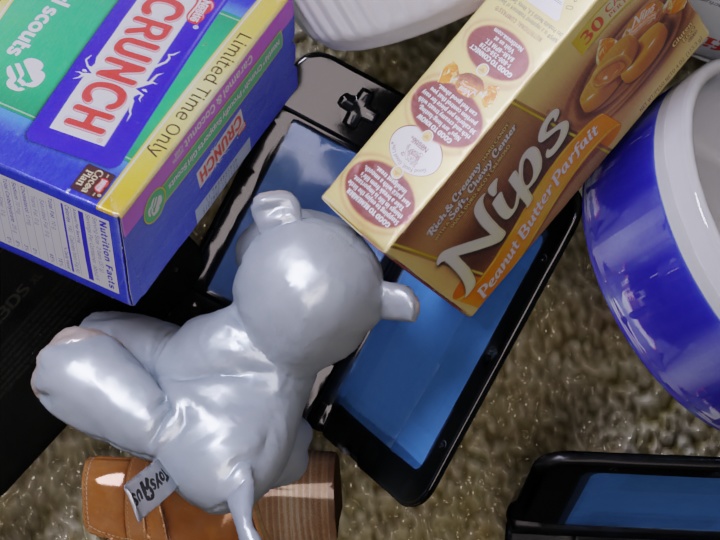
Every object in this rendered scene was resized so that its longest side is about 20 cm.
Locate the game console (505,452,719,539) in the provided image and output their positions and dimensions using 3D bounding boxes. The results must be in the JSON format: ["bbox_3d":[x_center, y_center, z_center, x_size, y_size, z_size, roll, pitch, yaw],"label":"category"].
[{"bbox_3d":[0.188,0.183,1.010,0.199,0.116,0.177,3,97,-2],"label":"game console"}]

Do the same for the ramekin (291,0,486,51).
[{"bbox_3d":[0.032,-0.195,0.927,0.202,0.202,0.094,-26,111,1],"label":"ramekin"}]

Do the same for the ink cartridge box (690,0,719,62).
[{"bbox_3d":[0.201,-0.194,0.922,0.146,0.200,0.083,19,71,-5],"label":"ink cartridge box"}]

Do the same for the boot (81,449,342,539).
[{"bbox_3d":[-0.087,0.197,1.032,0.155,0.077,0.201,-1,110,6],"label":"boot"}]

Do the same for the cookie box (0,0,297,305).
[{"bbox_3d":[-0.159,-0.099,0.903,0.199,0.075,0.171,23,57,16],"label":"cookie box"}]

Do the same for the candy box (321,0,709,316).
[{"bbox_3d":[0.083,-0.081,0.888,0.200,0.115,0.055,-49,59,4],"label":"candy box"}]

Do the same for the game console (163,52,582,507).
[{"bbox_3d":[0.000,0.000,0.986,0.175,0.116,0.201,28,95,-6],"label":"game console"}]

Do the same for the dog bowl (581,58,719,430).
[{"bbox_3d":[0.216,-0.011,0.950,0.079,0.200,0.200,-34,100,40],"label":"dog bowl"}]

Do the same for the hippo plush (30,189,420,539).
[{"bbox_3d":[-0.068,0.031,0.900,0.159,0.200,0.161,30,99,-4],"label":"hippo plush"}]

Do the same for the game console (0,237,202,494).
[{"bbox_3d":[-0.224,-0.001,1.002,0.200,0.116,0.176,-48,120,2],"label":"game console"}]
